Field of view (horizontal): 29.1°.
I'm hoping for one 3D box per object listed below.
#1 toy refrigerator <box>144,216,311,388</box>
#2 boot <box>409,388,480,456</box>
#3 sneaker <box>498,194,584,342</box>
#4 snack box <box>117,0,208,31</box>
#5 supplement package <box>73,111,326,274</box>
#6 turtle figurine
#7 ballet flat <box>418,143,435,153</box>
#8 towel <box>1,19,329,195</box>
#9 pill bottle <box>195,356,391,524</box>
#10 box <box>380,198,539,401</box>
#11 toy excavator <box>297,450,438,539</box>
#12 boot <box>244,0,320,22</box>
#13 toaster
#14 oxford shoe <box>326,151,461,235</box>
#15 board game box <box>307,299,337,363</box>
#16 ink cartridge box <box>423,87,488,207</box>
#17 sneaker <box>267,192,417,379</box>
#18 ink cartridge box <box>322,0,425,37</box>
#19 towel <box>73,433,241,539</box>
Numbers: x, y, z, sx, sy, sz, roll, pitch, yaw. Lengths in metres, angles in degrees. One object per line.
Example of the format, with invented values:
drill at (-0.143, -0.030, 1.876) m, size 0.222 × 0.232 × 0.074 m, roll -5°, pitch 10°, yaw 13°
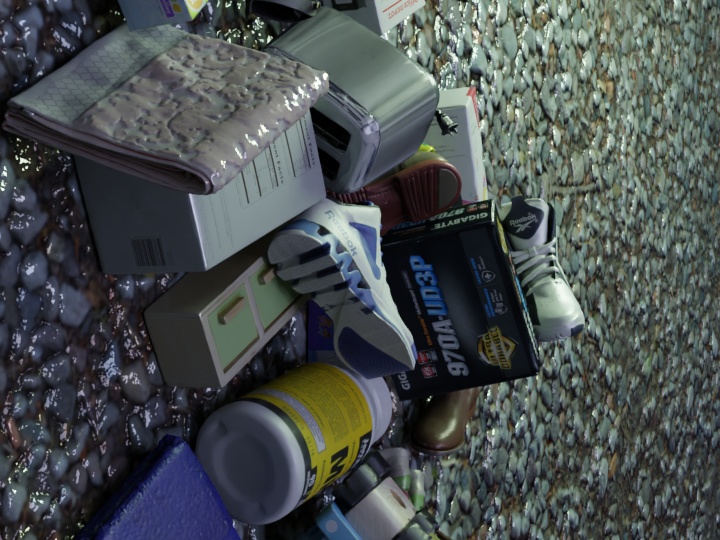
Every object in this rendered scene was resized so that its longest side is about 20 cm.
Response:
toy refrigerator at (-0.107, 0.023, 1.270) m, size 0.200 × 0.069 × 0.077 m, roll -45°, pitch 128°, yaw -50°
boot at (0.108, 0.095, 1.614) m, size 0.186 × 0.064 × 0.202 m, roll -50°, pitch 149°, yaw -66°
sneaker at (0.188, -0.012, 1.524) m, size 0.200 × 0.079 × 0.131 m, roll -96°, pitch 173°, yaw -66°
snack box at (-0.159, -0.321, 1.159) m, size 0.201 × 0.067 × 0.170 m, roll -64°, pitch 142°, yaw -50°
supplement package at (-0.130, -0.082, 1.185) m, size 0.200 × 0.113 × 0.111 m, roll -35°, pitch 119°, yaw -54°
turtle figurine at (0.021, 0.306, 1.493) m, size 0.143 × 0.200 × 0.195 m, roll 20°, pitch 49°, yaw -33°
ballet flat at (0.064, -0.041, 1.482) m, size 0.067 × 0.066 × 0.202 m, roll -25°, pitch 112°, yaw -59°
towel at (-0.147, -0.135, 1.086) m, size 0.200 × 0.189 × 0.032 m, roll -50°, pitch 154°, yaw -50°
pill bottle at (-0.056, 0.153, 1.314) m, size 0.200 × 0.113 × 0.116 m, roll -25°, pitch 111°, yaw -57°
box at (0.087, 0.034, 1.427) m, size 0.046 × 0.157 × 0.201 m, roll -82°, pitch 156°, yaw -54°
toy excavator at (-0.035, 0.287, 1.342) m, size 0.100 × 0.200 × 0.194 m, roll 48°, pitch 8°, yaw 6°
boot at (-0.027, -0.295, 1.329) m, size 0.198 × 0.077 × 0.140 m, roll 1°, pitch 77°, yaw -20°
toaster at (-0.019, -0.155, 1.319) m, size 0.129 × 0.199 × 0.114 m, roll -39°, pitch 161°, yaw -45°
oxford shoe at (-0.001, -0.070, 1.387) m, size 0.075 × 0.198 × 0.071 m, roll -119°, pitch -164°, yaw -61°
board game box at (-0.003, 0.000, 1.478) m, size 0.134 × 0.044 × 0.202 m, roll 1°, pitch 89°, yaw -60°
ink cartridge box at (0.100, -0.097, 1.581) m, size 0.148 × 0.085 × 0.202 m, roll -66°, pitch 147°, yaw -72°
sneaker at (0.000, -0.001, 1.303) m, size 0.200 × 0.080 × 0.116 m, roll 55°, pitch 40°, yaw -31°
ink cartridge box at (0.008, -0.320, 1.475) m, size 0.116 × 0.067 × 0.202 m, roll -44°, pitch 128°, yaw -51°
towel at (-0.156, 0.260, 1.179) m, size 0.148 × 0.049 × 0.201 m, roll -51°, pitch 124°, yaw -45°
